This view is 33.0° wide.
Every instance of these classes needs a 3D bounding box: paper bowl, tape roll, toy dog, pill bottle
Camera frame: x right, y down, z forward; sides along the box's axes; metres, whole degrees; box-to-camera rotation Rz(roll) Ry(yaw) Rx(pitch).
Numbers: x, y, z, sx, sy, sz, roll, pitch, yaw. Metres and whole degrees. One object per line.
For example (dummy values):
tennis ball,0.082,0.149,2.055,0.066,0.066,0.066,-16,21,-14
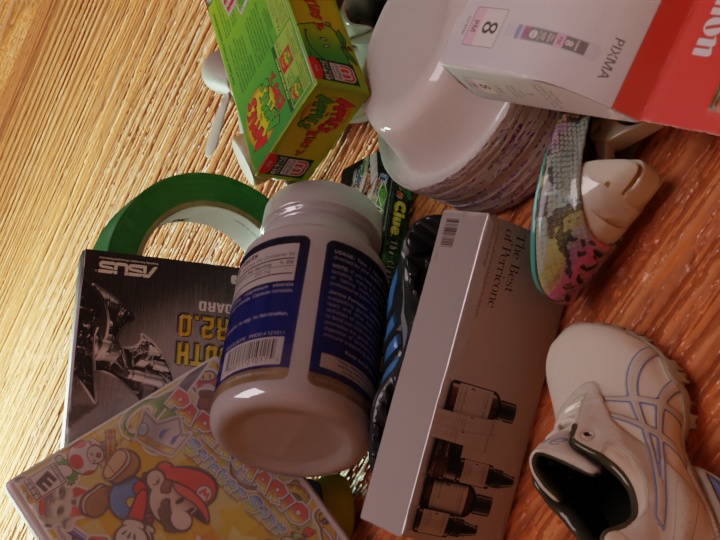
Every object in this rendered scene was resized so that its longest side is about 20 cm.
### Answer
paper bowl,0.076,-0.149,0.865,0.201,0.104,0.202,-42,38,45
tape roll,-0.133,0.018,1.045,0.048,0.200,0.201,-27,51,53
toy dog,-0.091,-0.136,1.182,0.201,0.131,0.097,-100,-1,-49
pill bottle,-0.039,0.038,0.891,0.116,0.115,0.201,-41,32,45

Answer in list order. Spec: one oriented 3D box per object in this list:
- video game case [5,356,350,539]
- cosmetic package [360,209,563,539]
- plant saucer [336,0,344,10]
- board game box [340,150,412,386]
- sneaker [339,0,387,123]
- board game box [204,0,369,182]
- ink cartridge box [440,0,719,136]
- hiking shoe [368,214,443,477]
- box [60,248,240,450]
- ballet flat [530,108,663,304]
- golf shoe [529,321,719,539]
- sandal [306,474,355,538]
video game case,-0.121,0.185,0.863,0.200,0.182,0.023,52,154,14
cosmetic package,0.071,0.070,0.762,0.051,0.082,0.201,8,82,55
plant saucer,-0.015,-0.232,1.064,0.201,0.032,0.200,-55,-4,-6
board game box,0.000,0.000,1.002,0.105,0.023,0.201,-15,61,58
sneaker,0.007,-0.195,1.019,0.200,0.099,0.075,-39,51,48
board game box,-0.062,-0.178,0.933,0.102,0.047,0.201,-51,46,41
ink cartridge box,0.157,-0.169,0.697,0.200,0.057,0.163,18,80,50
hiking shoe,0.049,0.065,0.844,0.087,0.074,0.201,112,169,-83
box,-0.128,0.075,0.954,0.048,0.199,0.159,139,136,-65
ballet flat,0.150,-0.079,0.735,0.071,0.069,0.201,-1,72,41
golf shoe,0.127,0.088,0.634,0.079,0.097,0.200,-60,28,25
sandal,-0.087,0.213,0.969,0.200,0.087,0.080,-49,37,40
